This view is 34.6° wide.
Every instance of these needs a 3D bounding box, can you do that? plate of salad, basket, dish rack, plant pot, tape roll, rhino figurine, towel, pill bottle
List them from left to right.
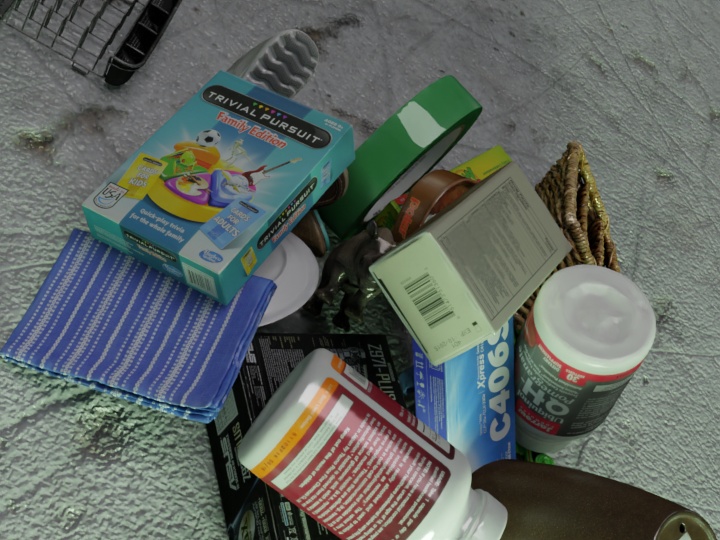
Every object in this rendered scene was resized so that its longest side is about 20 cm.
[{"bbox_3d":[-0.299,-0.285,1.196,0.200,0.055,0.153,29,46,-13],"label":"dish rack"},{"bbox_3d":[-0.185,0.041,0.975,0.200,0.024,0.145,14,57,13],"label":"towel"},{"bbox_3d":[-0.139,0.003,1.072,0.200,0.048,0.200,5,33,-3],"label":"plate of salad"},{"bbox_3d":[0.000,0.000,1.074,0.060,0.200,0.087,33,76,-6],"label":"rhino figurine"},{"bbox_3d":[0.012,0.162,0.914,0.200,0.113,0.113,38,45,-5],"label":"pill bottle"},{"bbox_3d":[0.038,-0.114,1.194,0.048,0.200,0.200,47,45,3],"label":"tape roll"},{"bbox_3d":[0.196,0.093,1.098,0.111,0.200,0.111,4,54,-6],"label":"pill bottle"},{"bbox_3d":[0.240,-0.018,1.266,0.143,0.149,0.200,35,29,-7],"label":"basket"},{"bbox_3d":[0.200,0.254,0.995,0.187,0.200,0.187,8,76,-36],"label":"plant pot"}]

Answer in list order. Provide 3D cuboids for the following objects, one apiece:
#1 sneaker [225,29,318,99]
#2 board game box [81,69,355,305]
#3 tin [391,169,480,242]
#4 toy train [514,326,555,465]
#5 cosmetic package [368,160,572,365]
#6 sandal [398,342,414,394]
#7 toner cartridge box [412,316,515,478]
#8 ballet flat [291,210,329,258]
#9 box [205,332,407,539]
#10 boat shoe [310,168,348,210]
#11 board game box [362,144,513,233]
[{"bbox_3d":[-0.124,-0.162,1.170,0.075,0.200,0.082,50,-2,-20],"label":"sneaker"},{"bbox_3d":[-0.122,-0.080,1.027,0.151,0.047,0.200,25,57,21],"label":"board game box"},{"bbox_3d":[0.095,-0.039,1.164,0.042,0.112,0.200,24,7,30],"label":"tin"},{"bbox_3d":[0.161,0.134,1.209,0.056,0.042,0.200,9,53,-17],"label":"toy train"},{"bbox_3d":[0.101,-0.011,1.007,0.105,0.071,0.200,57,35,-2],"label":"cosmetic package"},{"bbox_3d":[0.083,0.060,1.129,0.079,0.087,0.200,4,101,-43],"label":"sandal"},{"bbox_3d":[0.098,0.134,1.074,0.095,0.043,0.200,-19,114,-38],"label":"toner cartridge box"},{"bbox_3d":[-0.100,-0.090,1.187,0.072,0.068,0.200,-16,67,-19],"label":"ballet flat"},{"bbox_3d":[-0.039,0.160,1.020,0.164,0.086,0.200,2,58,-32],"label":"box"},{"bbox_3d":[-0.114,-0.077,1.098,0.202,0.075,0.075,1,30,9],"label":"boat shoe"},{"bbox_3d":[0.082,-0.061,1.254,0.200,0.102,0.048,-30,77,-43],"label":"board game box"}]
